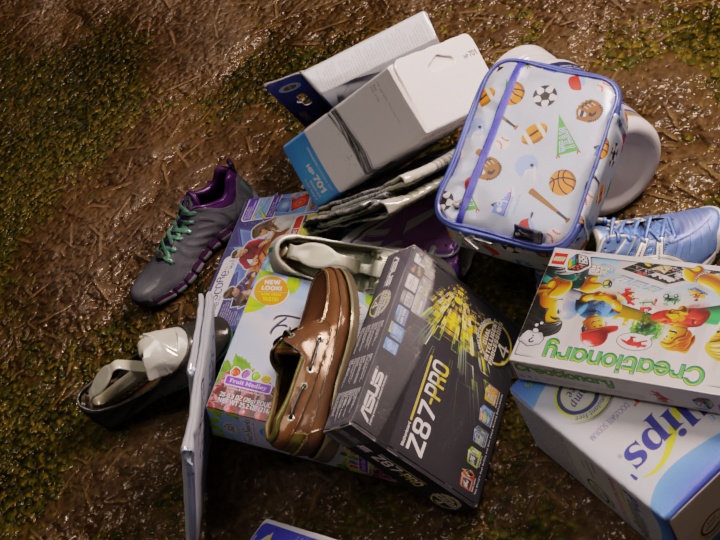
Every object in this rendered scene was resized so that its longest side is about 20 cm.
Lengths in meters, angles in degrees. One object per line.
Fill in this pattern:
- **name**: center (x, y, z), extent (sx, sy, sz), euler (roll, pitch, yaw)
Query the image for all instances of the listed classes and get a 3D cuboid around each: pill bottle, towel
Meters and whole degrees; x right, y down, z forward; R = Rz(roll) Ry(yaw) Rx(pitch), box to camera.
- **pill bottle**: center (0.220, -0.156, 1.338), extent (0.116, 0.116, 0.200), euler (-34, 46, -3)
- **towel**: center (0.050, -0.099, 1.336), extent (0.200, 0.035, 0.192), euler (-30, 10, -28)

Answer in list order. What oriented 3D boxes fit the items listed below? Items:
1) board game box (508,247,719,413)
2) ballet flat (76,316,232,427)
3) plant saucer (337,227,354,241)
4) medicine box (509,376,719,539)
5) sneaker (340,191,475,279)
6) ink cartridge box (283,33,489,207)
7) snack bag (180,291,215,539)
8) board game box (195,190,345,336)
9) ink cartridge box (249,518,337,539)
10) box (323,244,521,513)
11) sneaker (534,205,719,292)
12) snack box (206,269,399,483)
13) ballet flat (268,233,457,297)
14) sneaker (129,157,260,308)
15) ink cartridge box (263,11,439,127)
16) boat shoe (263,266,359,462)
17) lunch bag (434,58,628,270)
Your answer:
- **board game box**: center (0.241, 0.049, 1.068), extent (0.199, 0.035, 0.127), euler (7, 57, 32)
- **ballet flat**: center (-0.229, 0.109, 1.351), extent (0.200, 0.068, 0.068), euler (-36, 52, 18)
- **plant saucer**: center (-0.054, 0.036, 1.389), extent (0.070, 0.019, 0.201), euler (6, 56, 32)
- **medicine box**: center (0.268, 0.122, 1.090), extent (0.182, 0.103, 0.200), euler (-42, 45, -9)
- **sneaker**: center (0.045, -0.007, 1.331), extent (0.200, 0.073, 0.114), euler (-43, 50, -16)
- **ink cartridge box**: center (0.034, -0.162, 1.362), extent (0.146, 0.086, 0.200), euler (-29, 0, -43)
- **snack bag**: center (-0.162, 0.154, 1.234), extent (0.021, 0.189, 0.201), euler (4, 47, -3)
- **board game box**: center (-0.101, -0.003, 1.411), extent (0.135, 0.034, 0.201), euler (-5, 50, 33)
- **ink cartridge box**: center (-0.088, 0.320, 1.094), extent (0.198, 0.047, 0.200), euler (-52, 22, -20)
- **box**: center (0.065, 0.102, 1.172), extent (0.049, 0.161, 0.201), euler (-24, 37, 50)
- **sneaker**: center (0.265, -0.017, 1.226), extent (0.199, 0.077, 0.076), euler (-23, 44, 7)
- **snack box**: center (-0.032, 0.103, 1.244), extent (0.199, 0.068, 0.169), euler (14, 57, 9)
- **ballet flat**: center (0.000, 0.000, 1.276), extent (0.199, 0.070, 0.070), euler (11, 55, 5)
- **sneaker**: center (-0.212, -0.048, 1.491), extent (0.200, 0.088, 0.074), euler (-46, 47, -14)
- **ink cartridge box**: center (0.006, -0.216, 1.453), extent (0.199, 0.200, 0.041), euler (-23, 80, 8)
- **boat shoe**: center (-0.047, 0.077, 1.166), extent (0.072, 0.068, 0.201), euler (130, 150, -50)
- **lunch bag**: center (0.161, -0.102, 1.207), extent (0.160, 0.076, 0.201), euler (18, 77, 23)
